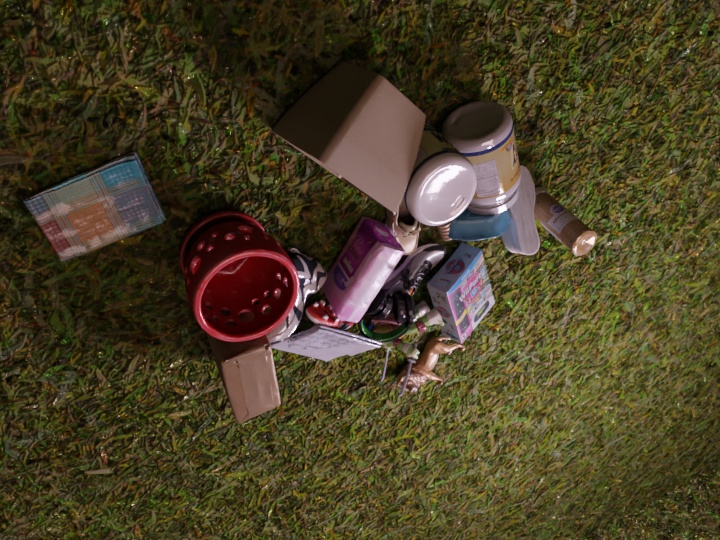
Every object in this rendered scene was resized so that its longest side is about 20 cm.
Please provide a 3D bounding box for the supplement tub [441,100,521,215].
[{"bbox_3d":[0.252,-0.227,1.410,0.143,0.145,0.201,-30,134,-6],"label":"supplement tub"}]

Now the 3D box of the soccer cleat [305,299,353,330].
[{"bbox_3d":[-0.076,0.116,1.506,0.085,0.069,0.200,-45,162,11],"label":"soccer cleat"}]

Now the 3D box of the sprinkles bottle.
[{"bbox_3d":[0.453,-0.115,1.575,0.067,0.201,0.069,-16,131,-19],"label":"sprinkles bottle"}]

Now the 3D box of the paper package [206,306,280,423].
[{"bbox_3d":[-0.244,0.168,1.392,0.102,0.201,0.193,-17,131,-16],"label":"paper package"}]

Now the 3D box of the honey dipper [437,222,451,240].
[{"bbox_3d":[0.167,-0.147,1.501,0.038,0.038,0.201,-31,132,-5],"label":"honey dipper"}]

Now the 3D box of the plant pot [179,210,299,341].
[{"bbox_3d":[-0.232,-0.001,1.279,0.198,0.183,0.202,-15,131,-18],"label":"plant pot"}]

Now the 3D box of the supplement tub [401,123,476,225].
[{"bbox_3d":[0.116,-0.196,1.316,0.143,0.201,0.146,-15,131,-18],"label":"supplement tub"}]

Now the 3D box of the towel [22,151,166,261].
[{"bbox_3d":[-0.451,-0.105,1.184,0.198,0.022,0.148,-25,132,-11],"label":"towel"}]

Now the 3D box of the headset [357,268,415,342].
[{"bbox_3d":[0.067,0.084,1.483,0.122,0.094,0.202,10,123,-18],"label":"headset"}]

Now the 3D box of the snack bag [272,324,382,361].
[{"bbox_3d":[-0.084,0.168,1.527,0.187,0.022,0.199,19,151,-40],"label":"snack bag"}]

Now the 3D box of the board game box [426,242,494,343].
[{"bbox_3d":[0.244,0.057,1.653,0.148,0.064,0.201,-47,138,-22],"label":"board game box"}]

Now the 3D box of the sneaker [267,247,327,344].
[{"bbox_3d":[-0.166,0.041,1.404,0.200,0.079,0.130,-52,125,-10],"label":"sneaker"}]

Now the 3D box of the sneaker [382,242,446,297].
[{"bbox_3d":[0.117,0.015,1.563,0.199,0.080,0.074,-38,142,1],"label":"sneaker"}]

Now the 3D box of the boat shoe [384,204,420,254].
[{"bbox_3d":[0.094,-0.101,1.471,0.071,0.065,0.202,-24,135,-12],"label":"boat shoe"}]

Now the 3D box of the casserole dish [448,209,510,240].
[{"bbox_3d":[0.259,-0.111,1.493,0.119,0.200,0.039,0,109,22],"label":"casserole dish"}]

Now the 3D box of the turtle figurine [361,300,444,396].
[{"bbox_3d":[0.107,0.174,1.646,0.192,0.201,0.144,-30,169,-11],"label":"turtle figurine"}]

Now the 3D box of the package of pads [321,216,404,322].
[{"bbox_3d":[0.000,0.000,1.458,0.075,0.121,0.201,17,115,-37],"label":"package of pads"}]

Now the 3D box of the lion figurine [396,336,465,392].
[{"bbox_3d":[0.180,0.231,1.791,0.121,0.072,0.202,25,96,-27],"label":"lion figurine"}]

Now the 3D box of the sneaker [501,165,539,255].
[{"bbox_3d":[0.356,-0.137,1.593,0.073,0.116,0.203,-7,93,-11],"label":"sneaker"}]

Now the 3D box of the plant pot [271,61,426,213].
[{"bbox_3d":[-0.003,-0.249,1.222,0.199,0.200,0.178,29,96,-41],"label":"plant pot"}]
